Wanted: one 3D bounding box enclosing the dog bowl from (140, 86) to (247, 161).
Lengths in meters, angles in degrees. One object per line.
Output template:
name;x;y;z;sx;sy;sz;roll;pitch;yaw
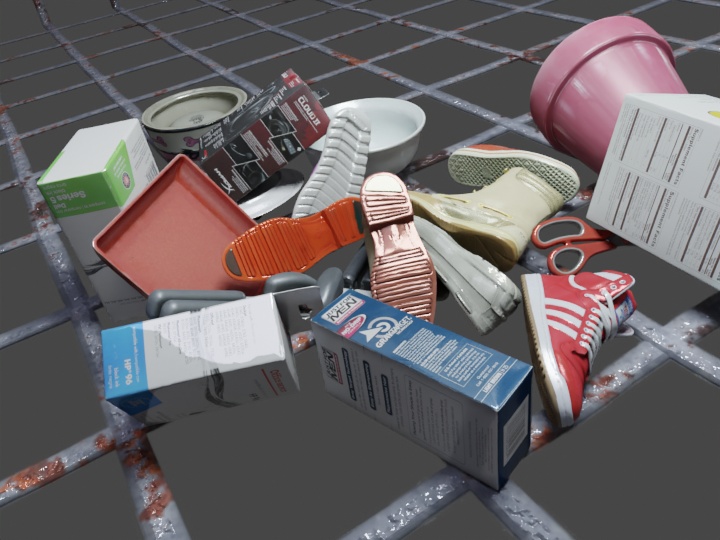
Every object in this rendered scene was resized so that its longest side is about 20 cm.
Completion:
dog bowl;-0.300;-0.272;1.189;0.198;0.074;0.201;-6;36;4

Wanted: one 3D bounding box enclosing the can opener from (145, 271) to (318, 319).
can opener;-0.131;0.032;0.685;0.052;0.067;0.199;27;19;39

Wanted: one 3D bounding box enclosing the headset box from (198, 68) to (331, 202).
headset box;-0.133;-0.203;0.917;0.199;0.077;0.149;-36;29;2

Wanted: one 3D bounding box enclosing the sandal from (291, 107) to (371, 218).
sandal;-0.036;-0.119;0.865;0.082;0.204;0.050;24;-4;-19

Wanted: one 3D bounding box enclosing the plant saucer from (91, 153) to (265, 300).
plant saucer;-0.186;-0.011;0.739;0.037;0.200;0.201;-32;22;35

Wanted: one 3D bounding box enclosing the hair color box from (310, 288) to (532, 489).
hair color box;0.051;0.099;0.572;0.199;0.101;0.060;21;45;35

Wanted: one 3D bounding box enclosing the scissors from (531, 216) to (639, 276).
scissors;0.300;-0.042;0.752;0.198;0.014;0.074;-14;73;-6

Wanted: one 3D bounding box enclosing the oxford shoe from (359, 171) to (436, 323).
oxford shoe;0.041;-0.005;0.709;0.070;0.074;0.202;-6;73;-3

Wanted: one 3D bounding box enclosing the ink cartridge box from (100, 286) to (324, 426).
ink cartridge box;-0.126;0.084;0.609;0.198;0.116;0.068;-13;66;-3

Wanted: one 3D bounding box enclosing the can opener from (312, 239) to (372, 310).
can opener;0.000;0.000;0.749;0.053;0.067;0.200;8;39;22

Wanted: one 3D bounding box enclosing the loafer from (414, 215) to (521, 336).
loafer;0.092;-0.001;0.723;0.070;0.070;0.200;-50;44;1

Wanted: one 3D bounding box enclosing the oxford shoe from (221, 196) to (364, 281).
oxford shoe;-0.079;-0.030;0.781;0.199;0.072;0.072;-20;-1;-27

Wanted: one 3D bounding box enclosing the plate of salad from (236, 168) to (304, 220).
plate of salad;-0.176;-0.101;0.947;0.198;0.048;0.201;-13;28;7

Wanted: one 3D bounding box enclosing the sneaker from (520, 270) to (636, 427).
sneaker;0.218;0.063;0.609;0.111;0.072;0.201;-6;33;11

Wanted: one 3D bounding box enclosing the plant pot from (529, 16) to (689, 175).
plant pot;0.359;-0.210;0.870;0.198;0.201;0.180;-14;51;-7

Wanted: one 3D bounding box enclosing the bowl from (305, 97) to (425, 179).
bowl;0.005;-0.186;0.985;0.199;0.091;0.202;-7;36;5

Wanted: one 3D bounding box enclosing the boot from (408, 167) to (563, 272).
boot;0.144;-0.083;0.825;0.199;0.073;0.155;21;46;33

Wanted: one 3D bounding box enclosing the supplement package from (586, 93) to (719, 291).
supplement package;0.385;-0.089;0.681;0.151;0.152;0.200;-8;32;-29

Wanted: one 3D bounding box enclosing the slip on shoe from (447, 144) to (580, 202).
slip on shoe;0.217;-0.142;0.896;0.199;0.075;0.061;20;42;42

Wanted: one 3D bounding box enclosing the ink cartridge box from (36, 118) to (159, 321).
ink cartridge box;-0.291;-0.061;0.787;0.083;0.201;0.146;-10;35;4
